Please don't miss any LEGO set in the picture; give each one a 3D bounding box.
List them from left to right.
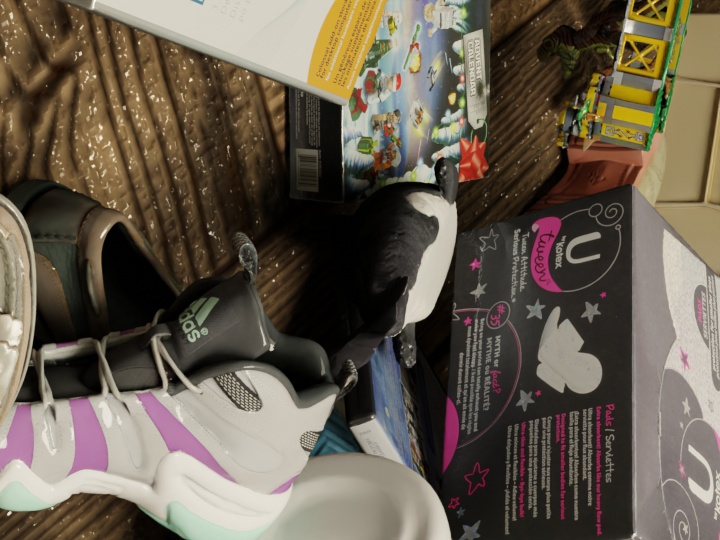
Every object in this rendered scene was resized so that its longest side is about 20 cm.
[{"bbox_3d":[0.128,-0.147,1.128,0.200,0.116,0.154,-49,151,-69],"label":"LEGO set"}]

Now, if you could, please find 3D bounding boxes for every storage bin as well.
[{"bbox_3d":[0.289,-0.066,1.364,0.200,0.094,0.199,12,87,-53],"label":"storage bin"}]

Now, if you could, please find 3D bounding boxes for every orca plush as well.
[{"bbox_3d":[0.000,0.000,0.968,0.200,0.071,0.106,-64,165,-61],"label":"orca plush"}]

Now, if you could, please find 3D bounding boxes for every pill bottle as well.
[{"bbox_3d":[0.003,0.194,0.948,0.111,0.111,0.200,-50,141,-35],"label":"pill bottle"}]

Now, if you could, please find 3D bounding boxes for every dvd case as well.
[{"bbox_3d":[0.033,0.092,1.057,0.143,0.018,0.200,-97,162,-49],"label":"dvd case"}]

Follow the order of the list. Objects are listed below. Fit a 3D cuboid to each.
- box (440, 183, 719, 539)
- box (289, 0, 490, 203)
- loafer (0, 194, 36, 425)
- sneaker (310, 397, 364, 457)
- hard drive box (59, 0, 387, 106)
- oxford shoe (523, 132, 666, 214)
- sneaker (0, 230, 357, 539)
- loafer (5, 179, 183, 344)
[{"bbox_3d":[0.126,0.080,1.025,0.132,0.114,0.201,39,47,-44],"label":"box"},{"bbox_3d":[0.018,-0.142,1.039,0.137,0.040,0.201,-14,107,-52],"label":"box"},{"bbox_3d":[-0.172,0.066,0.743,0.072,0.063,0.200,18,111,-17],"label":"loafer"},{"bbox_3d":[-0.007,0.132,1.039,0.081,0.076,0.200,-64,142,-53],"label":"sneaker"},{"bbox_3d":[-0.058,-0.172,0.856,0.200,0.077,0.156,12,100,-58],"label":"hard drive box"},{"bbox_3d":[0.145,-0.020,1.206,0.200,0.071,0.074,-56,140,-29],"label":"oxford shoe"},{"bbox_3d":[-0.092,0.037,0.826,0.200,0.078,0.140,15,122,-36],"label":"sneaker"},{"bbox_3d":[-0.098,0.040,0.900,0.072,0.063,0.200,-59,137,-28],"label":"loafer"}]
